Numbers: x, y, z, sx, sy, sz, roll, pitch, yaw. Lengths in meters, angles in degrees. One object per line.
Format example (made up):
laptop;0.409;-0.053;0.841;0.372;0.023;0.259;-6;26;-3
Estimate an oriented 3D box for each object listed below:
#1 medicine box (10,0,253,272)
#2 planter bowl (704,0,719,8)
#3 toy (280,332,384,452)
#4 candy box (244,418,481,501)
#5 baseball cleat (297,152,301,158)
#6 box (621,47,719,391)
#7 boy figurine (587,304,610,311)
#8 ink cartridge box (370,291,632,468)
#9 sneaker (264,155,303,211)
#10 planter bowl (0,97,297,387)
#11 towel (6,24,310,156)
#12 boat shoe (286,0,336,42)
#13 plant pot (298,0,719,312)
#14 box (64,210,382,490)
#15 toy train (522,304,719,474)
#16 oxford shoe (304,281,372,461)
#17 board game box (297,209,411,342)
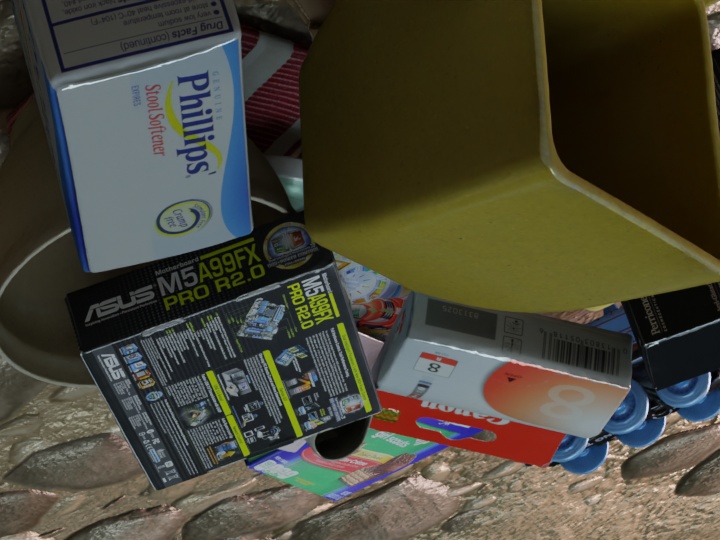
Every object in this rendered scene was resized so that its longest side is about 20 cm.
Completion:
medicine box;-0.131;-0.135;1.280;0.102;0.201;0.183;-14;149;-8
planter bowl;0.147;-0.226;1.387;0.199;0.084;0.201;-6;152;-3
toy;-0.064;0.063;1.667;0.115;0.047;0.200;-42;155;14
candy box;0.021;0.097;1.839;0.199;0.077;0.169;-28;157;15
baseball cleat;0.057;-0.069;1.615;0.199;0.070;0.107;16;123;-29
box;0.231;-0.038;1.632;0.140;0.201;0.079;-18;150;1
boy figurine;0.131;-0.069;1.531;0.064;0.201;0.124;-27;146;16
ink cartridge box;0.085;0.094;1.671;0.161;0.050;0.200;13;144;-8
sneaker;-0.104;0.002;1.559;0.200;0.119;0.074;-20;155;24
planter bowl;-0.144;-0.039;1.449;0.199;0.135;0.201;-15;150;-9
towel;-0.109;-0.110;1.510;0.199;0.023;0.144;14;136;-43
boat shoe;0.007;-0.151;1.458;0.073;0.069;0.200;-28;148;17
plant pot;0.074;-0.083;1.359;0.199;0.197;0.194;-20;151;34
box;-0.079;0.053;1.458;0.159;0.044;0.200;-20;150;-1
toy train;0.203;0.083;1.898;0.199;0.115;0.087;-26;158;14
oxford shoe;-0.026;0.063;1.602;0.075;0.058;0.200;-31;146;-15
board game box;0.000;0.000;1.627;0.134;0.034;0.200;14;159;-22
